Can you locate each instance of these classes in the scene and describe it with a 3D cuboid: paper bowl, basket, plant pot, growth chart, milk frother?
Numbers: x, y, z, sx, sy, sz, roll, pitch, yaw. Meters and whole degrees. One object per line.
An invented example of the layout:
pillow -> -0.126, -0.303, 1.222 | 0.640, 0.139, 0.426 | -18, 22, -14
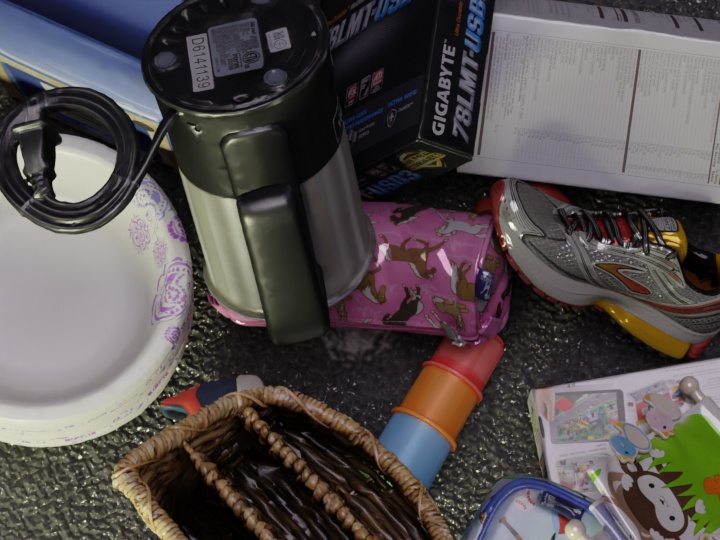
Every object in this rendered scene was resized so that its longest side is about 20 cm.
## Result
paper bowl -> -0.209, 0.018, 1.684 | 0.199, 0.104, 0.202 | 0, 72, 0
basket -> -0.028, 0.161, 1.532 | 0.143, 0.149, 0.200 | -42, 68, -6
plant pot -> -0.151, -0.184, 1.706 | 0.199, 0.200, 0.181 | 23, 81, 7
growth chart -> 0.207, 0.156, 1.607 | 0.145, 0.018, 0.200 | 44, 43, 5
milk frother -> -0.106, -0.051, 1.570 | 0.199, 0.189, 0.181 | 0, 47, 13

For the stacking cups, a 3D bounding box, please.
stacking cups -> 0.033, 0.122, 1.676 | 0.060, 0.061, 0.201 | 29, 75, 8

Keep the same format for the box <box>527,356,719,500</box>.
box -> 0.220, 0.118, 1.694 | 0.199, 0.035, 0.111 | -9, 73, -4

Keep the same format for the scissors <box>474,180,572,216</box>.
scissors -> 0.174, -0.016, 1.741 | 0.199, 0.073, 0.014 | 21, 57, -19

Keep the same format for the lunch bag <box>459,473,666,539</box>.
lunch bag -> 0.122, 0.235, 1.616 | 0.160, 0.076, 0.201 | 28, 87, -2

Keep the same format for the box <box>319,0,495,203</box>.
box -> 0.024, -0.150, 1.693 | 0.049, 0.200, 0.200 | 16, 72, -24

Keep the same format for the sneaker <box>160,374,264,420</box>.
sneaker -> -0.095, 0.169, 1.658 | 0.084, 0.075, 0.201 | -6, 65, 1

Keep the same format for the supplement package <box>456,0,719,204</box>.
supplement package -> 0.170, -0.117, 1.710 | 0.199, 0.110, 0.114 | 8, 104, 1

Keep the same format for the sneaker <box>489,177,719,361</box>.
sneaker -> 0.170, -0.017, 1.672 | 0.199, 0.082, 0.078 | 24, 37, -25

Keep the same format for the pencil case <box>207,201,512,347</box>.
pencil case -> 0.000, 0.000, 1.686 | 0.199, 0.083, 0.087 | 5, 32, 15
